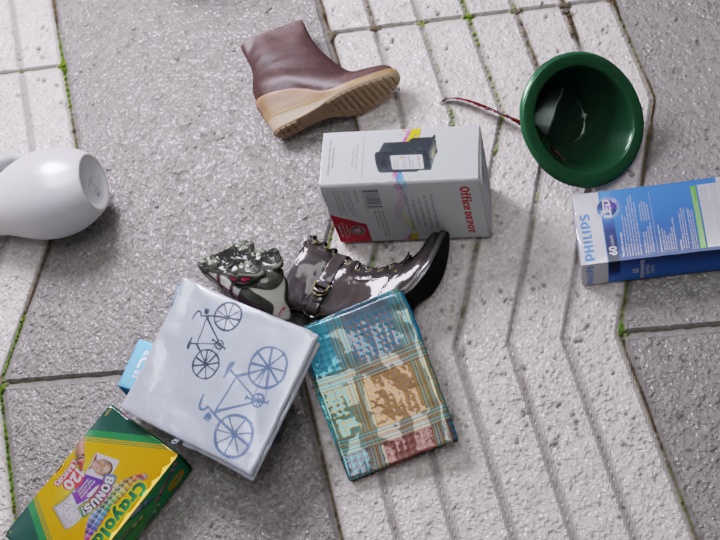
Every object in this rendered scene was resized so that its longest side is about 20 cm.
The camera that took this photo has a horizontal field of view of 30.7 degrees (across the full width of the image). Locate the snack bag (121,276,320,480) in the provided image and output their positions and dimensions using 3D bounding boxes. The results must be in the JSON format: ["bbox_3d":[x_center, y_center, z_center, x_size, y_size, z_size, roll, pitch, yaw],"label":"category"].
[{"bbox_3d":[-0.171,0.127,1.568,0.200,0.021,0.189,22,82,18],"label":"snack bag"}]

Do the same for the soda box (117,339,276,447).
[{"bbox_3d":[-0.192,0.152,1.618,0.200,0.064,0.068,15,68,19],"label":"soda box"}]

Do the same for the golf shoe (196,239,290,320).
[{"bbox_3d":[-0.147,0.015,1.645,0.077,0.088,0.200,-26,17,-17],"label":"golf shoe"}]

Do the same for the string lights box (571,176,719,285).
[{"bbox_3d":[0.365,-0.049,1.606,0.200,0.059,0.103,-7,62,8],"label":"string lights box"}]

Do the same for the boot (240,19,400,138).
[{"bbox_3d":[-0.059,-0.285,1.804,0.200,0.072,0.166,-21,64,5],"label":"boot"}]

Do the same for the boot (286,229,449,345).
[{"bbox_3d":[0.000,0.000,1.652,0.174,0.069,0.200,30,75,23],"label":"boot"}]

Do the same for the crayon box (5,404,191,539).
[{"bbox_3d":[-0.314,0.279,1.582,0.119,0.058,0.200,31,73,24],"label":"crayon box"}]

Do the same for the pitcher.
[{"bbox_3d":[-0.445,-0.115,1.785,0.200,0.121,0.172,-13,46,18],"label":"pitcher"}]

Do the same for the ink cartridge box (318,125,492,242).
[{"bbox_3d":[0.061,-0.106,1.649,0.200,0.146,0.083,-2,61,10],"label":"ink cartridge box"}]

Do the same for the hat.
[{"bbox_3d":[0.251,-0.201,1.731,0.166,0.176,0.200,-40,100,-11],"label":"hat"}]

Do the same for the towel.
[{"bbox_3d":[0.017,0.135,1.571,0.147,0.022,0.200,-23,76,9],"label":"towel"}]
